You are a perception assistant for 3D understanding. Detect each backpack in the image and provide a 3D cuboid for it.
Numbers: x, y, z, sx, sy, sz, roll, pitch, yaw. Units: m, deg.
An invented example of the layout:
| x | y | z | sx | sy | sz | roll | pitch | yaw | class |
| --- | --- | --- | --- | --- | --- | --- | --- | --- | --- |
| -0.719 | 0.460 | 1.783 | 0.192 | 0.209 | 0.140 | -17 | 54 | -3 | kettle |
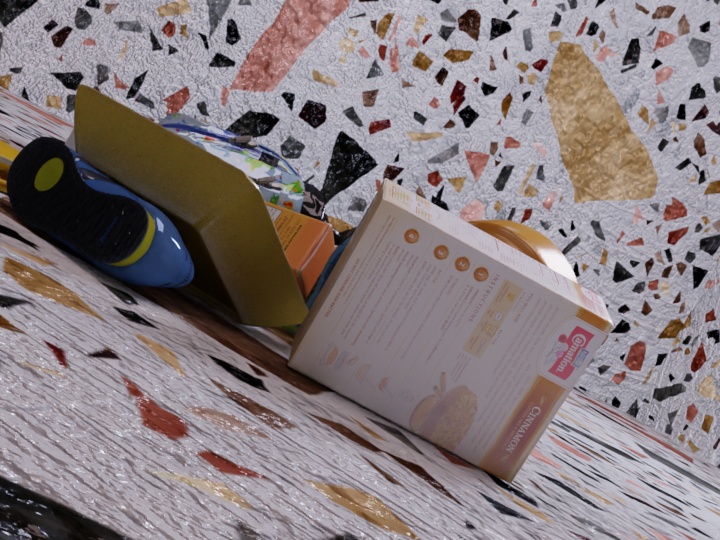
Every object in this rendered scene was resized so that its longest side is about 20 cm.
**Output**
| x | y | z | sx | sy | sz | roll | pitch | yaw | class |
| --- | --- | --- | --- | --- | --- | --- | --- | --- | --- |
| -0.155 | -0.075 | 1.346 | 0.200 | 0.154 | 0.163 | 7 | -22 | -25 | backpack |

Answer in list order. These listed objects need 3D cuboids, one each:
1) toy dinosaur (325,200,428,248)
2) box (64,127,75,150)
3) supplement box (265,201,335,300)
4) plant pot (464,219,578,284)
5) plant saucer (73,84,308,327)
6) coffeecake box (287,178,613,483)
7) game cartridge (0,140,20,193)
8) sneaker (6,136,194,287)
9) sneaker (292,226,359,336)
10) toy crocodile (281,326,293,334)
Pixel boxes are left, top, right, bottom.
| x | y | z | sx | sy | sz | roll | pitch | yaw | class |
| --- | --- | --- | --- | --- | --- | --- | --- | --- | --- |
| -0.009 | -0.001 | 1.384 | 0.102 | 0.200 | 0.077 | 17 | 36 | -12 | toy dinosaur |
| -0.285 | -0.140 | 1.675 | 0.152 | 0.106 | 0.200 | 27 | 3 | -31 | box |
| -0.124 | -0.034 | 1.198 | 0.200 | 0.069 | 0.067 | 19 | -33 | 18 | supplement box |
| 0.096 | 0.048 | 1.307 | 0.200 | 0.201 | 0.183 | 30 | 18 | 31 | plant pot |
| -0.148 | -0.038 | 1.053 | 0.200 | 0.048 | 0.200 | 30 | -23 | 29 | plant saucer |
| 0.068 | 0.047 | 0.997 | 0.200 | 0.154 | 0.073 | 29 | 16 | -6 | coffeecake box |
| -0.368 | -0.118 | 1.142 | 0.200 | 0.032 | 0.176 | 27 | 1 | 38 | game cartridge |
| -0.201 | -0.039 | 0.987 | 0.200 | 0.066 | 0.078 | 32 | -5 | 39 | sneaker |
| 0.000 | 0.000 | 1.094 | 0.071 | 0.083 | 0.200 | 28 | -38 | -9 | sneaker |
| -0.053 | 0.035 | 1.285 | 0.067 | 0.062 | 0.200 | 28 | -3 | -6 | toy crocodile |
